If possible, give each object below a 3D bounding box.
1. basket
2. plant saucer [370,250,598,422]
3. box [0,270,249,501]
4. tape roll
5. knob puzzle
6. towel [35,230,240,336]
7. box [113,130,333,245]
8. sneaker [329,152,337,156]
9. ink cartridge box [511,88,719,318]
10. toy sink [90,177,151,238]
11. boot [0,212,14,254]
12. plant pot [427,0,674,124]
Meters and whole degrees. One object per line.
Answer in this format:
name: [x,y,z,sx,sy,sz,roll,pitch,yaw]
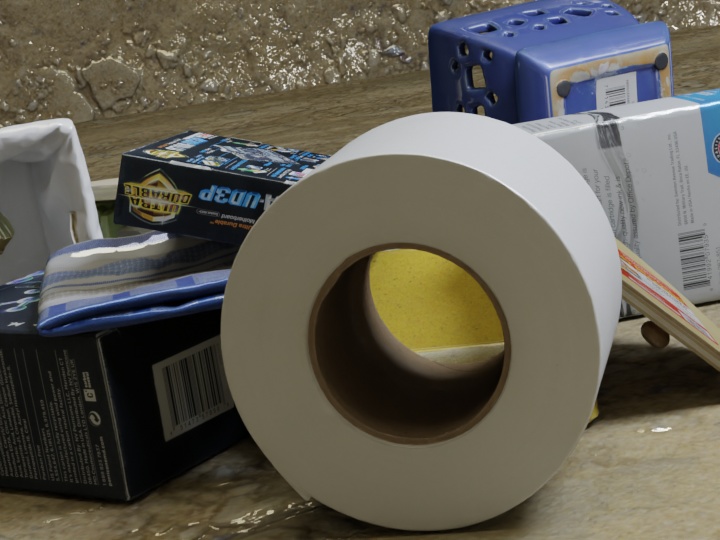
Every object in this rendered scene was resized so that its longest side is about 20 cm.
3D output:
basket: [-0.312,-0.007,1.340,0.199,0.200,0.161,-13,8,-16]
plant saucer: [0.046,0.032,1.085,0.199,0.049,0.200,-7,31,8]
box: [-0.182,0.068,1.096,0.199,0.108,0.148,-1,15,35]
tape roll: [0.038,0.022,0.918,0.201,0.204,0.139,-6,13,15]
knob puzzle: [0.155,0.000,1.081,0.031,0.219,0.220,-52,9,11]
towel: [-0.131,0.000,1.061,0.146,0.024,0.200,-11,12,-6]
box: [-0.059,-0.050,1.098,0.158,0.046,0.200,10,10,4]
sneaker: [-0.027,-0.036,1.395,0.199,0.076,0.114,-46,-4,16]
ink cartridge box: [0.195,-0.046,1.246,0.199,0.146,0.084,-10,12,-6]
toy sink: [-0.170,-0.030,1.510,0.130,0.113,0.200,-2,6,28]
boot: [-0.336,0.036,1.114,0.066,0.200,0.175,46,16,29]
plant pot: [0.195,-0.150,1.625,0.199,0.201,0.180,-14,18,-25]
